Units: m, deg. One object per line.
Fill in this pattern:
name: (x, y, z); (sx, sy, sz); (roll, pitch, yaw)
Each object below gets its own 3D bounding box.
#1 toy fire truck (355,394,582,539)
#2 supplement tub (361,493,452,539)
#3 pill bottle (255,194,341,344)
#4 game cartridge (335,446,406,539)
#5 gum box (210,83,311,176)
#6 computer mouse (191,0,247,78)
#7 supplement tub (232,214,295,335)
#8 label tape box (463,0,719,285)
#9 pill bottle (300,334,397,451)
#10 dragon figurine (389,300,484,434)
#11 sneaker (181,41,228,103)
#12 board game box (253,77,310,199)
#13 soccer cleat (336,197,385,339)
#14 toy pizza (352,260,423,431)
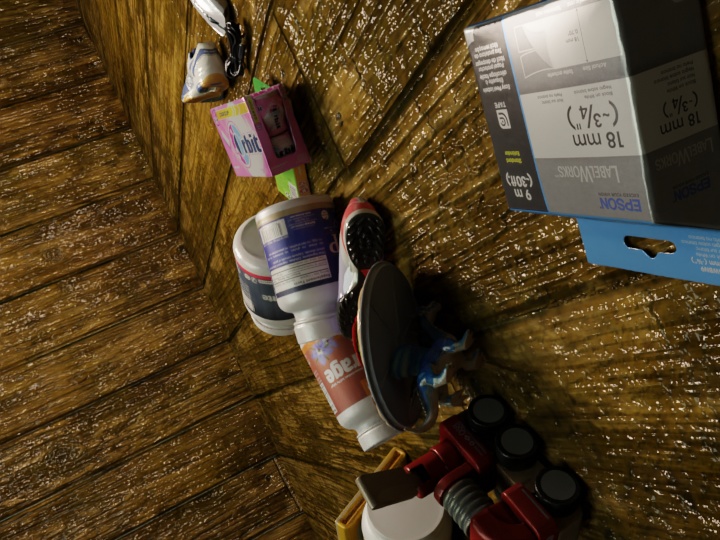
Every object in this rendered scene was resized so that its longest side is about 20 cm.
toy fire truck: (0.107, 0.238, 0.729); (0.176, 0.199, 0.129); (47, 154, 44)
supplement tub: (0.077, 0.432, 1.124); (0.144, 0.144, 0.201); (48, 154, 42)
pill bottle: (-0.073, 0.000, 1.017); (0.120, 0.119, 0.201); (157, 98, -71)
game cartridge: (0.029, 0.436, 1.221); (0.032, 0.176, 0.201); (21, 138, 31)
gum box: (-0.151, -0.204, 1.031); (0.200, 0.066, 0.114); (16, 130, 63)
computer mouse: (-0.242, -0.421, 1.131); (0.201, 0.044, 0.110); (62, 162, 13)
supplement tub: (-0.144, 0.008, 1.223); (0.140, 0.140, 0.201); (52, 157, 35)
label tape box: (0.153, -0.077, 0.449); (0.144, 0.063, 0.201); (19, 130, 66)
pill bottle: (-0.004, 0.174, 1.089); (0.201, 0.112, 0.112); (60, 160, 16)
dragon figurine: (0.072, 0.114, 0.774); (0.099, 0.200, 0.059); (-6, 127, 38)
sneaker: (-0.296, -0.373, 1.315); (0.200, 0.075, 0.089); (-3, 98, 63)
board game box: (-0.123, -0.202, 1.096); (0.096, 0.030, 0.201); (41, 151, 49)
soccer cleat: (0.000, 0.000, 0.930); (0.073, 0.068, 0.201); (-104, 14, -59)
toy pizza: (0.034, 0.089, 0.822); (0.200, 0.032, 0.201); (-10, -90, -68)
